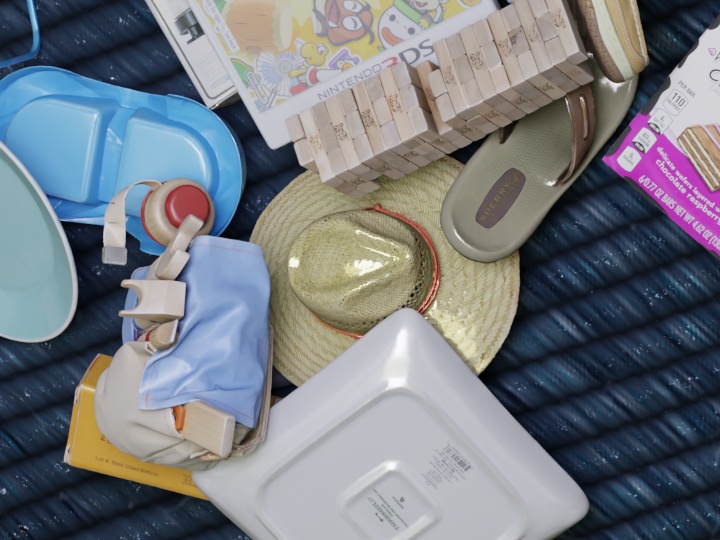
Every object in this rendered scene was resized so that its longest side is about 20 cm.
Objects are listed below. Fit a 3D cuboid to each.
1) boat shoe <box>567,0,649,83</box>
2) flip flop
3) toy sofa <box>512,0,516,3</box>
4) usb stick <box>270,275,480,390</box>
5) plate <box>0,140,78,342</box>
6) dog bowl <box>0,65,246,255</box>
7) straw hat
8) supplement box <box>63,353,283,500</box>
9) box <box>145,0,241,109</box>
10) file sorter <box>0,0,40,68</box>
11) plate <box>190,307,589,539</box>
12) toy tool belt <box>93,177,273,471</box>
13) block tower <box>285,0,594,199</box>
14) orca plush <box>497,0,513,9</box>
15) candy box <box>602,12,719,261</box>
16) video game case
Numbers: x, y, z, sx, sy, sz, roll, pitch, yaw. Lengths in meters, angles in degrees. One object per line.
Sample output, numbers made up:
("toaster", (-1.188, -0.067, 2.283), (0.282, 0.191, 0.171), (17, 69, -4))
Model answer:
("boat shoe", (0.150, -0.218, 1.475), (0.076, 0.072, 0.201), (-19, 93, -2))
("flip flop", (0.120, -0.096, 1.581), (0.081, 0.058, 0.200), (34, 79, 7))
("toy sofa", (0.113, -0.278, 1.554), (0.082, 0.098, 0.201), (-13, 95, 8))
("usb stick", (0.003, 0.041, 1.664), (0.199, 0.033, 0.056), (-14, 93, 15))
("plate", (-0.266, -0.039, 1.681), (0.200, 0.026, 0.201), (27, 138, 27))
("dog bowl", (-0.171, -0.079, 1.683), (0.199, 0.050, 0.112), (13, 101, 12))
("straw hat", (0.000, 0.000, 1.606), (0.200, 0.085, 0.202), (-3, 79, 18))
("supplement box", (-0.099, 0.118, 1.663), (0.199, 0.069, 0.067), (14, 114, 1))
("box", (-0.099, -0.224, 1.639), (0.116, 0.060, 0.200), (-32, 89, 16))
("file sorter", (-0.341, -0.187, 1.667), (0.199, 0.139, 0.123), (-8, 98, 15))
("plate", (0.020, 0.153, 1.612), (0.200, 0.032, 0.200), (-38, 107, 16))
("toy tool belt", (-0.104, 0.028, 1.570), (0.124, 0.123, 0.201), (7, 77, -24))
("block tower", (0.055, -0.112, 1.552), (0.199, 0.058, 0.054), (-26, 70, 19))
("orca plush", (0.065, -0.253, 1.587), (0.105, 0.071, 0.201), (-1, 97, 14))
("candy box", (0.267, -0.104, 1.532), (0.136, 0.061, 0.200), (41, 123, 6))
("video game case", (-0.028, -0.203, 1.568), (0.181, 0.023, 0.200), (-25, 105, 16))
